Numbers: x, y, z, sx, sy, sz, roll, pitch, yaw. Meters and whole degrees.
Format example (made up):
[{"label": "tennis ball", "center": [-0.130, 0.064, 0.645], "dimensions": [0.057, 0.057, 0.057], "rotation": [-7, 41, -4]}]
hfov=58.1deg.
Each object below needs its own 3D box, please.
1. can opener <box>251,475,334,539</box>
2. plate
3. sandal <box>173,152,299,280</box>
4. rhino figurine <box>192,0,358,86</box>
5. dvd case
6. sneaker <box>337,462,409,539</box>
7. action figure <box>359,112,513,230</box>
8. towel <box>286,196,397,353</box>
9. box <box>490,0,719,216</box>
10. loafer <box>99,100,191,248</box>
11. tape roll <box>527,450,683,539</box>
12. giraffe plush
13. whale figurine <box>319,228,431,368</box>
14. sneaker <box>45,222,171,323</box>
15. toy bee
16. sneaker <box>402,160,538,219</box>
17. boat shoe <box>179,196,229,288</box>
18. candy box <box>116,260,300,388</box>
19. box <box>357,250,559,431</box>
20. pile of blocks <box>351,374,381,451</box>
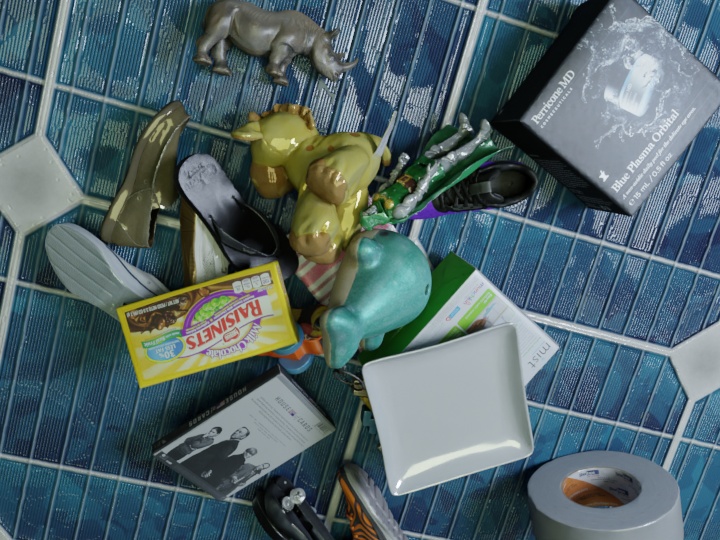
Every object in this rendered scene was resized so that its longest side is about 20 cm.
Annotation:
[{"label": "can opener", "center": [-0.069, 0.376, 0.909], "dimensions": [0.200, 0.063, 0.079], "rotation": [45, 136, 12]}, {"label": "plate", "center": [0.113, 0.173, 0.823], "dimensions": [0.199, 0.032, 0.201], "rotation": [-15, 110, -5]}, {"label": "sandal", "center": [-0.147, -0.054, 0.787], "dimensions": [0.200, 0.043, 0.076], "rotation": [48, 67, -30]}, {"label": "rhino figurine", "center": [-0.098, -0.277, 0.794], "dimensions": [0.199, 0.060, 0.088], "rotation": [7, 90, -12]}, {"label": "dvd case", "center": [-0.152, 0.224, 0.874], "dimensions": [0.199, 0.025, 0.151], "rotation": [-33, 129, 3]}, {"label": "sneaker", "center": [-0.006, 0.382, 0.935], "dimensions": [0.112, 0.078, 0.201], "rotation": [-28, 95, 8]}, {"label": "action figure", "center": [0.075, -0.116, 0.795], "dimensions": [0.200, 0.118, 0.055], "rotation": [-42, 128, -14]}, {"label": "towel", "center": [0.000, 0.000, 0.880], "dimensions": [0.146, 0.030, 0.200], "rotation": [-38, 104, 2]}, {"label": "box", "center": [0.314, -0.208, 0.832], "dimensions": [0.200, 0.117, 0.197], "rotation": [36, 96, -11]}, {"label": "loafer", "center": [-0.254, -0.114, 0.806], "dimensions": [0.067, 0.076, 0.201], "rotation": [27, 107, -12]}, {"label": "tape roll", "center": [0.337, 0.329, 0.903], "dimensions": [0.199, 0.200, 0.067], "rotation": [-11, 102, -5]}, {"label": "giraffe plush", "center": [-0.068, -0.126, 0.774], "dimensions": [0.162, 0.173, 0.201], "rotation": [25, 88, 12]}, {"label": "whale figurine", "center": [0.021, 0.034, 0.776], "dimensions": [0.103, 0.200, 0.160], "rotation": [9, 122, 21]}, {"label": "sneaker", "center": [-0.310, 0.016, 0.826], "dimensions": [0.200, 0.071, 0.073], "rotation": [44, 100, -3]}, {"label": "toy bee", "center": [-0.072, 0.082, 0.853], "dimensions": [0.199, 0.131, 0.109], "rotation": [24, 59, 5]}, {"label": "sneaker", "center": [0.137, -0.108, 0.837], "dimensions": [0.199, 0.100, 0.070], "rotation": [-11, 101, -5]}, {"label": "boat shoe", "center": [-0.191, -0.028, 0.835], "dimensions": [0.069, 0.071, 0.201], "rotation": [-6, 109, -27]}, {"label": "candy box", "center": [-0.181, 0.065, 0.776], "dimensions": [0.199, 0.026, 0.103], "rotation": [-17, 93, 2]}, {"label": "box", "center": [0.131, 0.111, 0.874], "dimensions": [0.176, 0.097, 0.200], "rotation": [39, 95, -21]}, {"label": "pile of blocks", "center": [0.053, 0.233, 0.918], "dimensions": [0.082, 0.062, 0.200], "rotation": [-44, 103, 3]}]
